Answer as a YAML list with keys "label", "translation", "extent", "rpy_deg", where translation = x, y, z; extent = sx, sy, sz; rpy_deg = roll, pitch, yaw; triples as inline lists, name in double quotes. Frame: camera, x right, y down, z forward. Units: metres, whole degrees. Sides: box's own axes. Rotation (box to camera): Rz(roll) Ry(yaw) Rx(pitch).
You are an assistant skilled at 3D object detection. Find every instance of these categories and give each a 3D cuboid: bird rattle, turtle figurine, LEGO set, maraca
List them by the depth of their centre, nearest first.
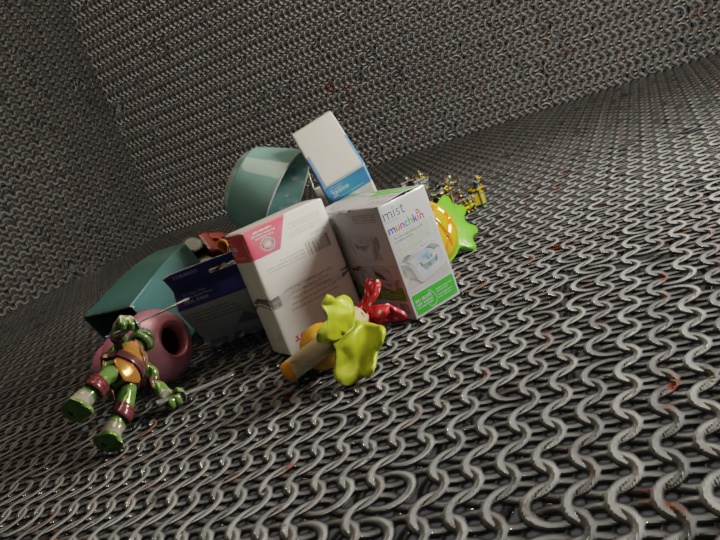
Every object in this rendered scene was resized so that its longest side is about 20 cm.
- label: "bird rattle"
  translation: [-0.034, 0.081, 0.914]
  extent: [0.162, 0.113, 0.200]
  rpy_deg: [-35, 7, 13]
- label: "turtle figurine"
  translation: [-0.306, 0.141, 0.951]
  extent: [0.197, 0.145, 0.195]
  rpy_deg: [10, 40, 10]
- label: "maraca"
  translation: [0.121, -0.067, 1.194]
  extent: [0.198, 0.138, 0.107]
  rpy_deg: [-18, -15, -31]
- label: "LEGO set"
  translation: [0.187, -0.189, 1.582]
  extent: [0.153, 0.117, 0.200]
  rpy_deg: [-26, 14, -21]

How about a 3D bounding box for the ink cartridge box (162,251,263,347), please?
- label: "ink cartridge box"
  translation: [-0.203, 0.044, 1.154]
  extent: [0.197, 0.201, 0.041]
  rpy_deg: [-21, 56, 2]

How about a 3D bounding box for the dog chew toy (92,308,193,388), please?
- label: "dog chew toy"
  translation: [-0.373, 0.141, 1.140]
  extent: [0.198, 0.126, 0.124]
  rpy_deg: [-21, 11, 32]

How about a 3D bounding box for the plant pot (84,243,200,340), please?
- label: "plant pot"
  translation: [-0.382, 0.053, 1.289]
  extent: [0.140, 0.142, 0.201]
  rpy_deg: [-12, 39, 33]

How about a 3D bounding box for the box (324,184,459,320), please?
- label: "box"
  translation: [0.034, -0.028, 1.056]
  extent: [0.096, 0.178, 0.199]
  rpy_deg: [-27, 14, -27]

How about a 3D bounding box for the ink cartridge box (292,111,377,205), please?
- label: "ink cartridge box"
  translation: [-0.029, -0.158, 1.219]
  extent: [0.083, 0.200, 0.146]
  rpy_deg: [-31, 58, 0]

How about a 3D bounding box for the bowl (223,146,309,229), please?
- label: "bowl"
  translation: [-0.181, -0.147, 1.262]
  extent: [0.104, 0.203, 0.201]
  rpy_deg: [23, 23, 6]

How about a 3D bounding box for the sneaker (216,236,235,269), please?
- label: "sneaker"
  translation: [-0.243, 0.017, 1.329]
  extent: [0.076, 0.202, 0.078]
  rpy_deg: [7, -36, -20]

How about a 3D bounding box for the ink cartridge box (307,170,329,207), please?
- label: "ink cartridge box"
  translation: [-0.043, -0.112, 1.392]
  extent: [0.066, 0.202, 0.116]
  rpy_deg: [-20, -6, -3]

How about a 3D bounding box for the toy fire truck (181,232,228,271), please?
- label: "toy fire truck"
  translation: [-0.262, -0.024, 1.455]
  extent: [0.199, 0.130, 0.176]
  rpy_deg: [-23, 56, -31]

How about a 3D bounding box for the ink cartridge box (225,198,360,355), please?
- label: "ink cartridge box"
  translation: [-0.100, 0.010, 1.055]
  extent: [0.146, 0.202, 0.082]
  rpy_deg: [-27, 13, -27]
